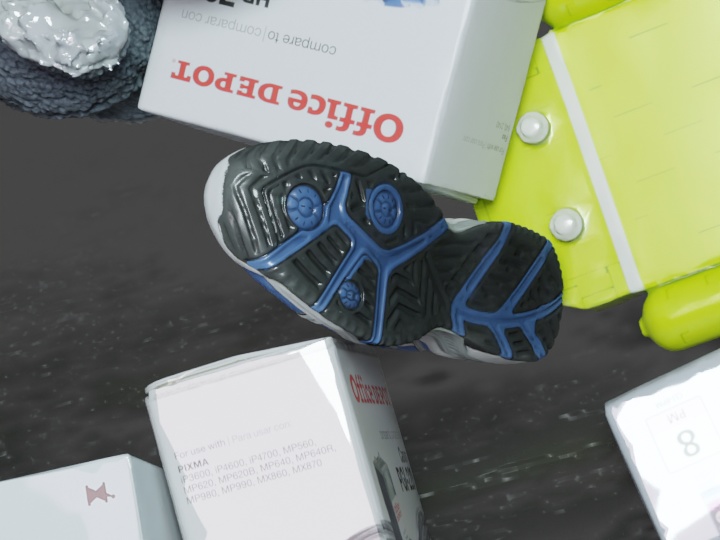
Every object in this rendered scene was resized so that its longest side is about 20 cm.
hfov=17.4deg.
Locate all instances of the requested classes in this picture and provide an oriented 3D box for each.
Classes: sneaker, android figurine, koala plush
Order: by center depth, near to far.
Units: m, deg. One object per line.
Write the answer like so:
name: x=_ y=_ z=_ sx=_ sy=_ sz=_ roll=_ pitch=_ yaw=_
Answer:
sneaker: x=0.000 y=0.000 z=0.966 sx=0.077 sy=0.200 sz=0.076 roll=-1 pitch=73 yaw=39
android figurine: x=0.128 y=-0.056 z=1.034 sx=0.200 sy=0.041 sz=0.182 roll=-19 pitch=83 yaw=14
koala plush: x=-0.169 y=-0.139 z=1.054 sx=0.200 sy=0.177 sz=0.184 roll=37 pitch=86 yaw=6

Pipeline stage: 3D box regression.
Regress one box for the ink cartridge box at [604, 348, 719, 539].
ink cartridge box: x=0.216 y=0.115 z=0.997 sx=0.162 sy=0.057 sz=0.200 roll=-25 pitch=72 yaw=5

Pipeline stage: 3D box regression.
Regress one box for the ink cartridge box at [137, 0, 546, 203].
ink cartridge box: x=0.005 y=-0.144 z=1.020 sx=0.146 sy=0.086 sz=0.200 roll=15 pitch=91 yaw=23

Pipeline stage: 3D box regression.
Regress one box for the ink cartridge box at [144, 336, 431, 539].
ink cartridge box: x=-0.013 y=0.132 z=0.972 sx=0.085 sy=0.146 sz=0.200 roll=-18 pitch=85 yaw=6

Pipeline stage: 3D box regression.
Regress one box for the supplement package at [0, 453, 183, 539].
supplement package: x=-0.123 y=0.190 z=0.966 sx=0.147 sy=0.200 sz=0.192 roll=-12 pitch=77 yaw=8
